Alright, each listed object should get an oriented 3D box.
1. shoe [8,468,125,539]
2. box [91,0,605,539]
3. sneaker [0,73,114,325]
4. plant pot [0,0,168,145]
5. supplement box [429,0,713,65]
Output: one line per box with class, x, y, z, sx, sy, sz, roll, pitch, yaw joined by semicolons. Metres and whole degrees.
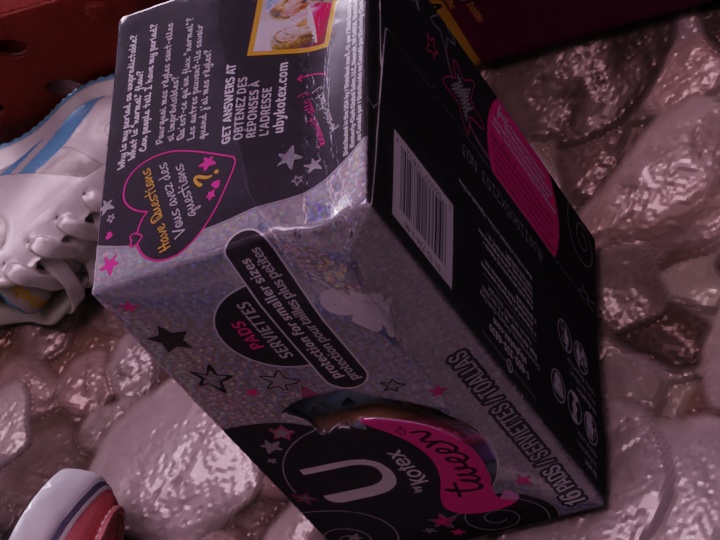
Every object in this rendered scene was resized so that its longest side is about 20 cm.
shoe;-0.105;0.166;0.943;0.090;0.072;0.201;11;45;9
box;0.000;0.000;0.904;0.114;0.200;0.133;-17;49;23
sneaker;-0.130;-0.024;1.102;0.199;0.076;0.081;-25;53;24
plant pot;-0.132;-0.159;1.131;0.198;0.200;0.178;-12;64;24
supplement box;0.108;-0.185;1.047;0.199;0.103;0.132;-14;49;22
